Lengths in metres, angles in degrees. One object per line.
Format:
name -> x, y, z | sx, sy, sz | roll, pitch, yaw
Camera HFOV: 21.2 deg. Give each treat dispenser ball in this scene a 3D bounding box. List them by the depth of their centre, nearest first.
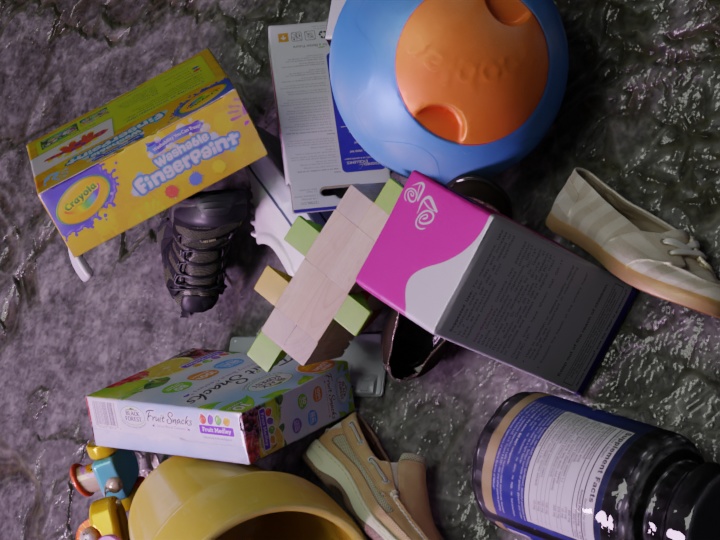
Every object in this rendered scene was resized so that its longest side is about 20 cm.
treat dispenser ball -> 0.073, -0.172, 1.598 | 0.200, 0.200, 0.203 | -16, 65, 37

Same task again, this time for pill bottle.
pill bottle -> 0.188, 0.165, 1.437 | 0.199, 0.111, 0.113 | 15, 86, 43

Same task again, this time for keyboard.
keyboard -> -0.052, 0.086, 1.755 | 0.199, 0.011, 0.057 | -3, 68, 41

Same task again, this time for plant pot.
plant pot -> -0.109, 0.248, 1.637 | 0.202, 0.200, 0.189 | -62, 30, 6

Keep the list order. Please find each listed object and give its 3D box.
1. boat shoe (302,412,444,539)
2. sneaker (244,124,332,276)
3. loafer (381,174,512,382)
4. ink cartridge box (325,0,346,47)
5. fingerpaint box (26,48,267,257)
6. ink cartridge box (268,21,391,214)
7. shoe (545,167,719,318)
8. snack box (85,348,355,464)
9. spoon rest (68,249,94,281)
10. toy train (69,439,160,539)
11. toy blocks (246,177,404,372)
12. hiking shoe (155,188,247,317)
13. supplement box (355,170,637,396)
boat shoe -> 0.028, 0.185, 1.611 | 0.076, 0.072, 0.200 | -46, 49, -1
sneaker -> -0.077, -0.058, 1.783 | 0.071, 0.073, 0.201 | -49, 47, 20
loafer -> 0.071, 0.015, 1.589 | 0.072, 0.072, 0.201 | -74, 4, -60
ink cartridge box -> 0.012, -0.272, 1.741 | 0.039, 0.100, 0.202 | 3, 67, 18
fingerpaint box -> -0.199, -0.110, 1.766 | 0.199, 0.074, 0.167 | -29, 23, -4
ink cartridge box -> -0.028, -0.137, 1.756 | 0.094, 0.037, 0.202 | -5, 62, -6
shoe -> 0.219, -0.022, 1.502 | 0.200, 0.070, 0.054 | 37, 108, 45
snack box -> -0.125, 0.117, 1.706 | 0.199, 0.142, 0.053 | 3, 109, 41
spoon rest -> -0.209, -0.076, 1.866 | 0.200, 0.061, 0.099 | -43, 6, -15
toy train -> -0.219, 0.243, 1.760 | 0.055, 0.151, 0.201 | -17, 54, 10
toy blocks -> 0.000, 0.000, 1.655 | 0.100, 0.136, 0.201 | 38, 109, 18
hiking shoe -> -0.144, -0.015, 1.797 | 0.200, 0.075, 0.102 | 136, 127, -72
supplement box -> 0.108, 0.012, 1.501 | 0.101, 0.199, 0.104 | 33, 98, 43
